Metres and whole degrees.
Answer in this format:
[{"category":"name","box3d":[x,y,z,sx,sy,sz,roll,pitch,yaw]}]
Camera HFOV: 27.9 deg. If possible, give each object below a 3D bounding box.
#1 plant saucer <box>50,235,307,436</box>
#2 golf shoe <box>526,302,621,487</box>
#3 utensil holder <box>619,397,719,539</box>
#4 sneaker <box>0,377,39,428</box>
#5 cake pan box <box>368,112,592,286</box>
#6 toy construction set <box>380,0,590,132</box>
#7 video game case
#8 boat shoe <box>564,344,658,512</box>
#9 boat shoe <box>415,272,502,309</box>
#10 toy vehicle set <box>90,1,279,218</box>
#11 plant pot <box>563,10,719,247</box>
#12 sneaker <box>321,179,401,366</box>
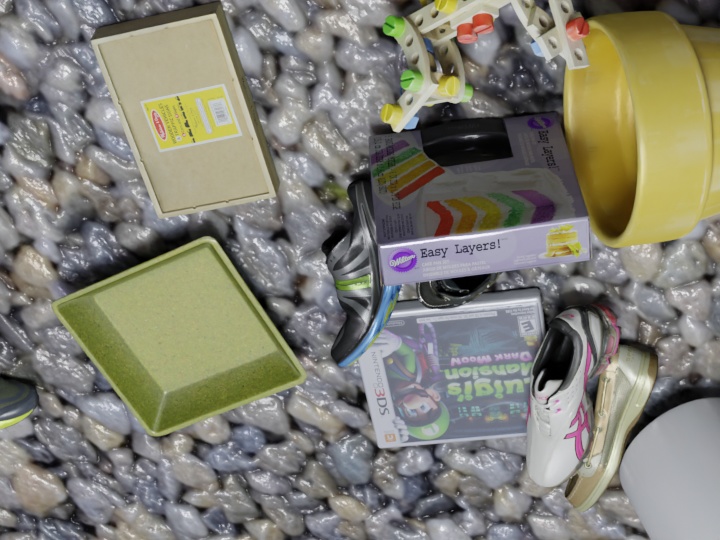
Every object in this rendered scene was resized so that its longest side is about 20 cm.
[{"category":"plant saucer","box3d":[-0.183,0.061,1.507,0.200,0.048,0.200,-22,119,19]},{"category":"golf shoe","box3d":[0.195,0.128,1.461,0.073,0.092,0.200,25,111,40]},{"category":"utensil holder","box3d":[0.376,0.252,1.465,0.170,0.200,0.170,-11,130,-13]},{"category":"sneaker","box3d":[-0.444,0.113,1.556,0.200,0.074,0.081,15,121,-6]},{"category":"cake pan box","box3d":[0.102,-0.069,1.298,0.184,0.200,0.052,-5,124,2]},{"category":"toy construction set","box3d":[0.099,-0.204,1.245,0.200,0.131,0.092,-13,161,35]},{"category":"video game case","box3d":[0.100,0.107,1.525,0.200,0.023,0.182,-6,124,10]},{"category":"boat shoe","box3d":[0.250,0.165,1.523,0.063,0.073,0.201,19,121,1]},{"category":"boat shoe","box3d":[0.093,-0.001,1.381,0.069,0.057,0.200,49,151,1]},{"category":"toy vehicle set","box3d":[-0.163,-0.148,1.375,0.124,0.027,0.200,-9,123,12]},{"category":"plant pot","box3d":[0.295,-0.128,1.255,0.189,0.201,0.201,-6,125,-9]},{"category":"sneaker","box3d":[0.000,0.000,1.433,0.083,0.071,0.200,15,112,10]}]
